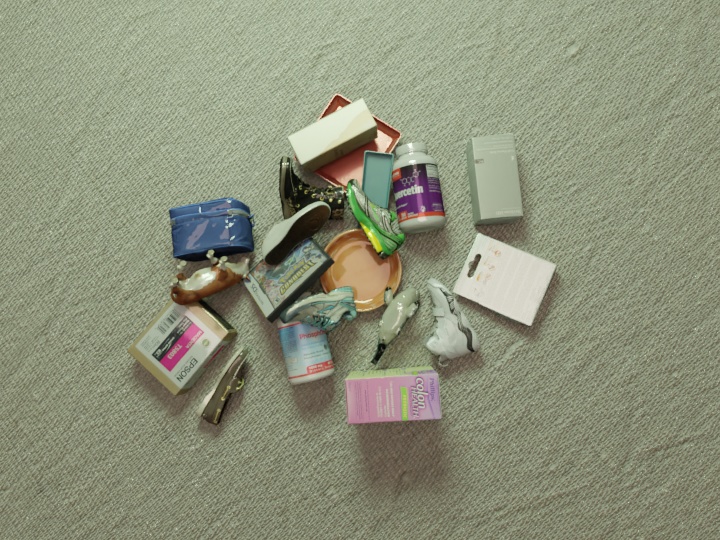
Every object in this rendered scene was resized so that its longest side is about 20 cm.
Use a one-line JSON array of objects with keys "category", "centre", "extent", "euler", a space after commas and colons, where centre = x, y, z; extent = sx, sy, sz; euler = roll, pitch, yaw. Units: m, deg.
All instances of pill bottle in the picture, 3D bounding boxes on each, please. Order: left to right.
[{"category": "pill bottle", "centre": [-0.134, 0.157, 1.254], "extent": [0.108, 0.109, 0.201], "euler": [-14, 85, 2]}, {"category": "pill bottle", "centre": [0.134, -0.194, 1.269], "extent": [0.112, 0.112, 0.201], "euler": [-9, 84, 2]}]

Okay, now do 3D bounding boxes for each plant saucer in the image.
[{"category": "plant saucer", "centre": [-0.031, -0.304, 1.326], "extent": [0.200, 0.037, 0.200], "euler": [33, 88, 6]}, {"category": "plant saucer", "centre": [0.000, 0.000, 1.297], "extent": [0.199, 0.037, 0.201], "euler": [0, 84, 2]}, {"category": "plant saucer", "centre": [0.035, -0.184, 1.284], "extent": [0.070, 0.019, 0.201], "euler": [7, 109, 4]}]

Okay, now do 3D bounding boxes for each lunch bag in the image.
[{"category": "lunch bag", "centre": [-0.347, -0.104, 1.275], "extent": [0.199, 0.136, 0.133], "euler": [-10, 85, 3]}]

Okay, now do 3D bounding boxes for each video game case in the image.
[{"category": "video game case", "centre": [-0.175, 0.002, 1.256], "extent": [0.200, 0.026, 0.181], "euler": [-44, 42, -1]}]

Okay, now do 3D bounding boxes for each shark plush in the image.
[{"category": "shark plush", "centre": [0.088, 0.133, 1.259], "extent": [0.091, 0.083, 0.201], "euler": [14, 84, 20]}]

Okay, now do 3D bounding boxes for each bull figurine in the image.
[{"category": "bull figurine", "centre": [-0.346, 0.014, 1.235], "extent": [0.200, 0.122, 0.065], "euler": [-29, 57, -16]}]

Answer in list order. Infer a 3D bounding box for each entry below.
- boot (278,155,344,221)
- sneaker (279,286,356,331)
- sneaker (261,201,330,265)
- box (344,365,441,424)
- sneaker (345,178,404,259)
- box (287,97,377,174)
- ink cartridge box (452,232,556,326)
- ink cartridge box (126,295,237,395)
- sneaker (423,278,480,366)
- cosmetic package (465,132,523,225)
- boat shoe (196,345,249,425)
[{"category": "boot", "centre": [-0.113, -0.185, 1.254], "extent": [0.150, 0.200, 0.073], "euler": [-1, 49, -2]}, {"category": "sneaker", "centre": [-0.084, 0.095, 1.192], "extent": [0.199, 0.078, 0.087], "euler": [-15, 80, -38]}, {"category": "sneaker", "centre": [-0.161, -0.105, 1.257], "extent": [0.200, 0.073, 0.085], "euler": [-38, 44, 9]}, {"category": "box", "centre": [0.072, 0.276, 1.198], "extent": [0.199, 0.176, 0.097], "euler": [-5, 84, 2]}, {"category": "sneaker", "centre": [0.033, -0.130, 1.252], "extent": [0.085, 0.078, 0.200], "euler": [-33, 91, 7]}, {"category": "box", "centre": [-0.064, -0.316, 1.266], "extent": [0.199, 0.095, 0.078], "euler": [-28, 84, 2]}, {"category": "ink cartridge box", "centre": [0.342, 0.023, 1.278], "extent": [0.199, 0.050, 0.163], "euler": [24, 87, 13]}, {"category": "ink cartridge box", "centre": [-0.426, 0.170, 1.286], "extent": [0.165, 0.075, 0.200], "euler": [40, 87, 7]}, {"category": "sneaker", "centre": [0.186, 0.124, 1.256], "extent": [0.115, 0.075, 0.200], "euler": [-32, 87, -3]}, {"category": "cosmetic package", "centre": [0.317, -0.212, 1.275], "extent": [0.106, 0.090, 0.201], "euler": [-7, 81, 0]}, {"category": "boat shoe", "centre": [-0.315, 0.274, 1.274], "extent": [0.059, 0.072, 0.200], "euler": [32, 91, -1]}]
